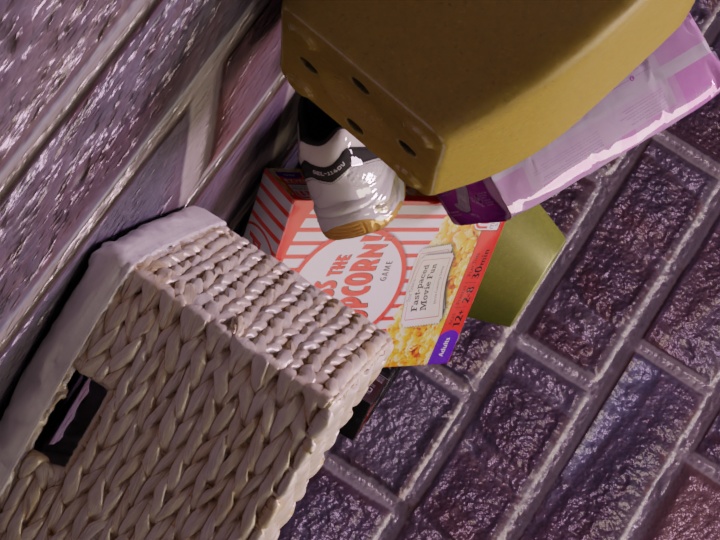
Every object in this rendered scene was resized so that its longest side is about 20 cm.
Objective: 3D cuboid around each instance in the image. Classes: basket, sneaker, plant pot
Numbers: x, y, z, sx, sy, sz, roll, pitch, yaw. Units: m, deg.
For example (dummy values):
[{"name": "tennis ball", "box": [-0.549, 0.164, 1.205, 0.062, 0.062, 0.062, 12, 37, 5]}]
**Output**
[{"name": "basket", "box": [-0.104, 0.091, 1.214, 0.199, 0.160, 0.200, -59, 176, 13]}, {"name": "sneaker", "box": [-0.002, -0.108, 1.441, 0.075, 0.088, 0.200, -16, -149, 13]}, {"name": "plant pot", "box": [0.061, -0.159, 1.151, 0.200, 0.194, 0.196, -48, 173, -13]}, {"name": "plant pot", "box": [0.075, -0.043, 1.845, 0.188, 0.200, 0.187, -57, 175, -8]}]

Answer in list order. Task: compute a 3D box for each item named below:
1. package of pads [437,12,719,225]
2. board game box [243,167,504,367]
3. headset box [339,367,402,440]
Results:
[{"name": "package of pads", "box": [0.147, -0.108, 1.469, 0.200, 0.076, 0.120, -31, -172, -16]}, {"name": "board game box", "box": [0.000, 0.000, 1.534, 0.199, 0.046, 0.152, -2, 125, -35]}, {"name": "headset box", "box": [0.013, 0.146, 3.071, 0.200, 0.077, 0.149, -54, 173, -27]}]
